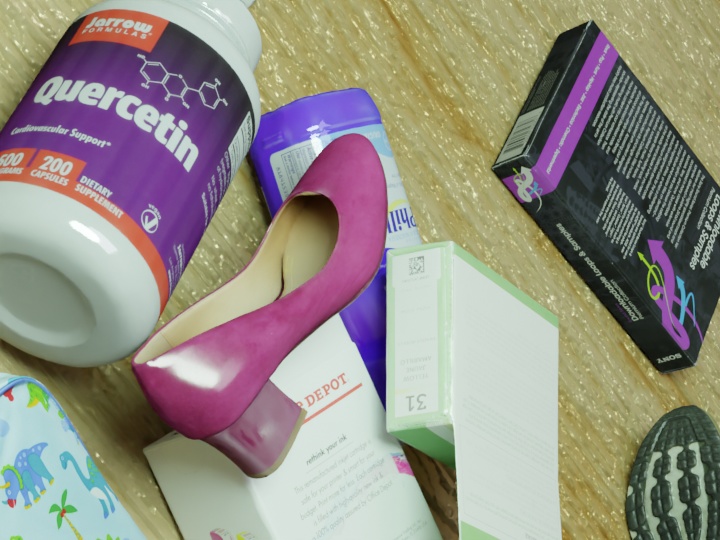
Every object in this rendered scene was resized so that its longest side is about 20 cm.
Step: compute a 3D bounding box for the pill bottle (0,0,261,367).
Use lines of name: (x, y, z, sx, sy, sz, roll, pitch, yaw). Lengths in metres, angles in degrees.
pill bottle: (-0.120, -0.057, 1.035, 0.112, 0.112, 0.201, 46, 47, -25)

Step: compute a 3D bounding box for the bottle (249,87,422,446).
bottle: (0.000, 0.000, 1.175, 0.083, 0.065, 0.201, -15, 87, -53)

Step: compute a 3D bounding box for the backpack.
backpack: (-0.167, 0.135, 0.902, 0.201, 0.153, 0.163, 53, 47, -6)

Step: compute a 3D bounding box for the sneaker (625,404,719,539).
sneaker: (0.229, 0.188, 1.356, 0.088, 0.076, 0.202, 1, 80, -60)

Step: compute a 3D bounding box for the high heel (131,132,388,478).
high heel: (-0.046, -0.005, 1.025, 0.096, 0.067, 0.201, 44, 49, -37)

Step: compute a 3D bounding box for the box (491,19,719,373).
box: (0.180, -0.049, 1.408, 0.200, 0.036, 0.143, 48, 47, -21)

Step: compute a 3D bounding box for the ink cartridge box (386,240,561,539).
ink cartridge box: (0.065, 0.101, 1.128, 0.145, 0.048, 0.202, 33, 53, -56)

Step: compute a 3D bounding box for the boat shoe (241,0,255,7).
boat shoe: (-0.066, -0.236, 1.201, 0.068, 0.072, 0.201, 39, 59, -29)

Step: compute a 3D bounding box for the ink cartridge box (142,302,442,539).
ink cartridge box: (-0.034, 0.117, 1.092, 0.115, 0.068, 0.201, -29, 97, -48)
